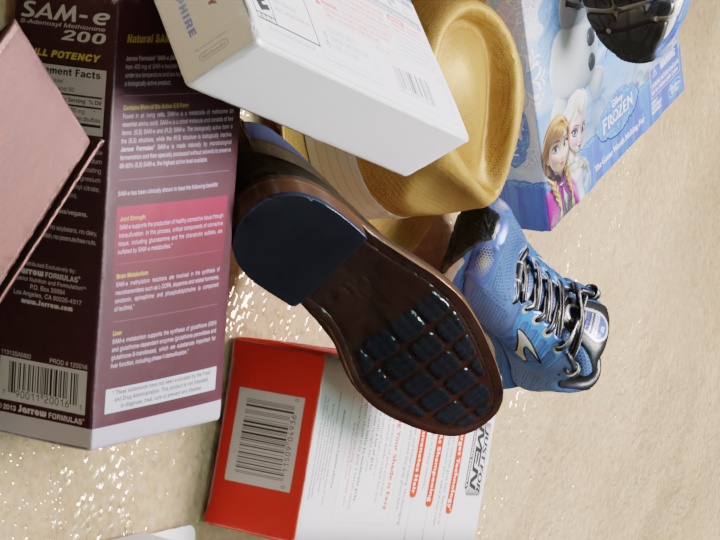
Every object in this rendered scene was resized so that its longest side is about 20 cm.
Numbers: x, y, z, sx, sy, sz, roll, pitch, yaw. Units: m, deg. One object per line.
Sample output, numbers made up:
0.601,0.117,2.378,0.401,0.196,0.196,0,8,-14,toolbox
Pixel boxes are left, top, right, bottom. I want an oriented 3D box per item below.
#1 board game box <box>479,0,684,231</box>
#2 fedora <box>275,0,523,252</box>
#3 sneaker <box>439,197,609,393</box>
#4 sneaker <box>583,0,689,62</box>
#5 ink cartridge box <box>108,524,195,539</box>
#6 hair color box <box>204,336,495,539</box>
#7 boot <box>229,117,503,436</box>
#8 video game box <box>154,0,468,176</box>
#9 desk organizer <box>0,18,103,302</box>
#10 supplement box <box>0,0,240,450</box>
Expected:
0.133,-0.158,1.511,0.200,0.043,0.200,-45,133,-46,board game box
0.033,-0.091,1.319,0.200,0.082,0.201,-25,119,-55,fedora
0.102,0.015,1.438,0.200,0.089,0.079,57,48,-60,sneaker
0.188,-0.215,1.458,0.089,0.078,0.201,30,69,-53,sneaker
-0.115,0.192,1.161,0.200,0.068,0.116,-6,103,-59,ink cartridge box
0.000,0.095,1.338,0.200,0.061,0.102,12,88,-59,hair color box
0.000,0.000,1.239,0.075,0.097,0.200,-37,126,9,boot
-0.041,-0.147,1.126,0.200,0.047,0.183,19,47,-59,video game box
-0.191,-0.006,0.976,0.200,0.072,0.077,-61,142,-30,desk organizer
-0.109,-0.027,1.118,0.109,0.061,0.201,-8,105,-60,supplement box
